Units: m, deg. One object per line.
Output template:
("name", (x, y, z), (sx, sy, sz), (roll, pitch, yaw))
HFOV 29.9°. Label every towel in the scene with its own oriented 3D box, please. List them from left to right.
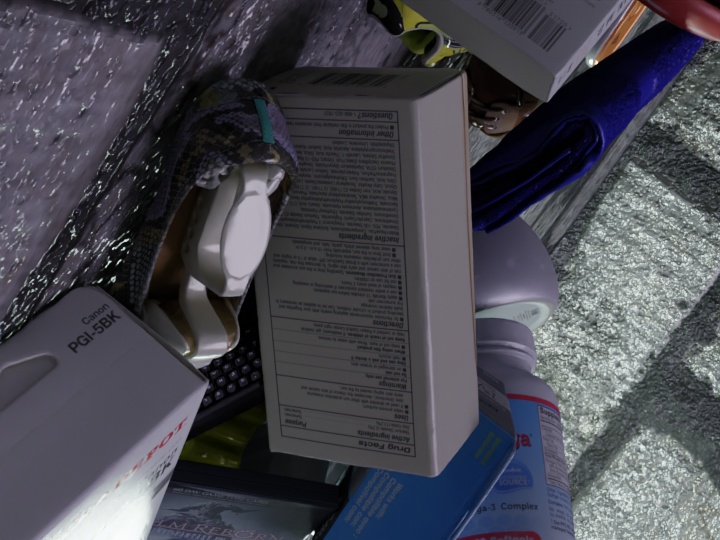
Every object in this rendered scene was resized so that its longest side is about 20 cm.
("towel", (0.155, -0.101, 0.947), (0.147, 0.050, 0.200), (-31, -172, 44))

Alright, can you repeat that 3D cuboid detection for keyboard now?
("keyboard", (-0.060, 0.043, 0.782), (0.199, 0.040, 0.104), (-29, 127, -14))

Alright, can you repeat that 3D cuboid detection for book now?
("book", (0.098, -0.195, 0.662), (0.200, 0.133, 0.048), (-49, 169, -19))

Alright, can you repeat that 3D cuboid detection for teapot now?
("teapot", (0.056, -0.006, 1.097), (0.197, 0.147, 0.200), (-6, 157, -38))

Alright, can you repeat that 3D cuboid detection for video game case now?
("video game case", (-0.118, 0.173, 0.867), (0.200, 0.142, 0.019), (131, -35, -49))

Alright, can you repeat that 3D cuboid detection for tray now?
("tray", (-0.095, 0.156, 0.975), (0.199, 0.022, 0.108), (-22, -138, 43))

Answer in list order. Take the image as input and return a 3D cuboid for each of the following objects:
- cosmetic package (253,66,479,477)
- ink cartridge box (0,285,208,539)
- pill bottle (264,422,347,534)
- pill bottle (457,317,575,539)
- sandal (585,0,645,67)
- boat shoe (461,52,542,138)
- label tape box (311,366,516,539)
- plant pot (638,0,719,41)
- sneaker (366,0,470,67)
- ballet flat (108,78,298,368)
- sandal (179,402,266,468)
("cosmetic package", (0.002, -0.002, 0.714), (0.073, 0.103, 0.201), (-38, 130, -58))
("ink cartridge box", (-0.169, 0.125, 0.679), (0.147, 0.083, 0.200), (-43, 166, -42))
("pill bottle", (-0.022, 0.148, 1.067), (0.113, 0.200, 0.113), (-49, 169, -14))
("pill bottle", (0.096, 0.142, 0.983), (0.109, 0.108, 0.201), (107, -19, -62))
("sandal", (0.259, -0.240, 1.088), (0.207, 0.059, 0.079), (-59, 168, 28))
("boat shoe", (0.111, -0.141, 1.065), (0.072, 0.076, 0.200), (-51, 168, 3))
("label tape box", (0.030, 0.131, 0.842), (0.144, 0.066, 0.200), (-56, 179, 7))
("plant pot", (0.249, -0.267, 0.913), (0.183, 0.200, 0.200), (-55, 170, 27))
("sneaker", (0.054, -0.159, 0.791), (0.076, 0.075, 0.200), (-47, 160, 11))
("ballet flat", (-0.081, 0.003, 0.670), (0.072, 0.072, 0.201), (-39, 157, -53))
("sandal", (-0.101, 0.092, 0.943), (0.201, 0.079, 0.087), (-60, -153, -3))
